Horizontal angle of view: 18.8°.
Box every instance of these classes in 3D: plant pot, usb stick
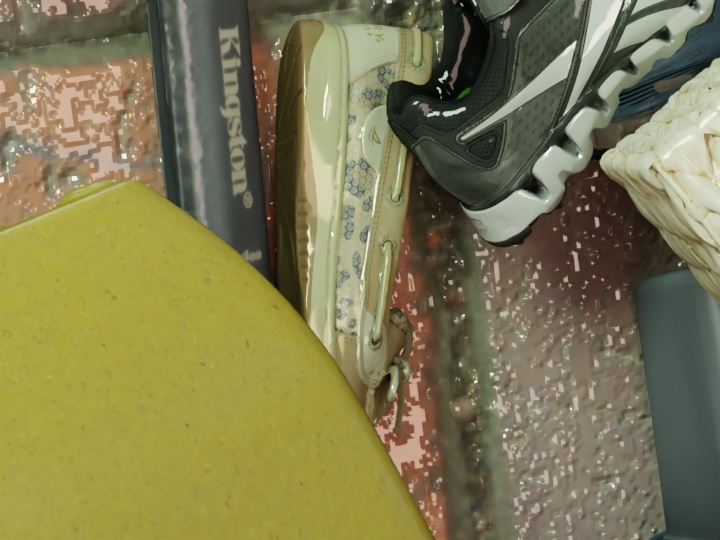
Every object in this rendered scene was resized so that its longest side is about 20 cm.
[{"bbox_3d":[-0.115,0.084,0.772,0.195,0.194,0.201,-26,96,-39],"label":"plant pot"},{"bbox_3d":[-0.062,-0.070,0.864,0.032,0.055,0.201,-1,99,23],"label":"usb stick"}]

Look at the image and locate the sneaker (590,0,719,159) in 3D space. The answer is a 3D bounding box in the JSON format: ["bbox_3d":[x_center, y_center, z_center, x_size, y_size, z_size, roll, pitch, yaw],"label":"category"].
[{"bbox_3d":[0.171,-0.115,0.916,0.199,0.078,0.091,-19,95,-16],"label":"sneaker"}]

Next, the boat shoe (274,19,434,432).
[{"bbox_3d":[0.000,0.000,0.878,0.062,0.073,0.202,-1,95,-14],"label":"boat shoe"}]

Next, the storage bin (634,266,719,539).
[{"bbox_3d":[0.214,0.049,0.922,0.199,0.145,0.135,-14,90,-15],"label":"storage bin"}]

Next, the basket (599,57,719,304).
[{"bbox_3d":[0.208,-0.018,0.754,0.161,0.198,0.200,-41,91,4],"label":"basket"}]

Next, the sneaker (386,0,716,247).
[{"bbox_3d":[0.082,-0.110,0.840,0.090,0.066,0.200,34,97,-26],"label":"sneaker"}]
